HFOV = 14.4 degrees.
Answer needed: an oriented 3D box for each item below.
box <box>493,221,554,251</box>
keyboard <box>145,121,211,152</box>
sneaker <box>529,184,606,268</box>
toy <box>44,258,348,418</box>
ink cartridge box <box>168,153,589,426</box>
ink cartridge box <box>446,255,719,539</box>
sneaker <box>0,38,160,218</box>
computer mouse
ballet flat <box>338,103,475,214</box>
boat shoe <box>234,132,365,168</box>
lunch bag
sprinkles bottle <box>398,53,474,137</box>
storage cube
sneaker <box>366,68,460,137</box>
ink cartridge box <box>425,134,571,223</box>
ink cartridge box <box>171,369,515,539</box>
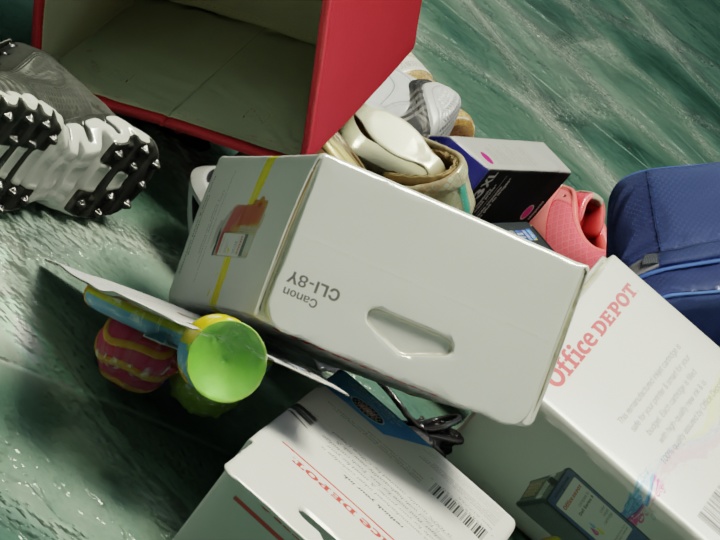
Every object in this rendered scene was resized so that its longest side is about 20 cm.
[{"bbox_3d":[0.106,0.044,1.751,0.160,0.044,0.200,50,18,15],"label":"box"},{"bbox_3d":[-0.148,-0.156,1.731,0.104,0.040,0.200,27,21,-41],"label":"keyboard"},{"bbox_3d":[0.127,-0.028,1.925,0.074,0.087,0.200,26,22,-42],"label":"sneaker"},{"bbox_3d":[-0.085,0.039,1.313,0.115,0.048,0.200,24,-5,-15],"label":"toy"},{"bbox_3d":[0.005,0.007,1.363,0.144,0.084,0.200,22,-4,-15],"label":"ink cartridge box"},{"bbox_3d":[0.164,0.108,1.578,0.200,0.088,0.145,42,41,2],"label":"ink cartridge box"},{"bbox_3d":[-0.180,-0.076,1.421,0.090,0.067,0.200,43,13,20],"label":"sneaker"},{"bbox_3d":[-0.032,0.029,1.517,0.200,0.044,0.109,51,24,15],"label":"computer mouse"},{"bbox_3d":[-0.015,-0.086,1.678,0.199,0.063,0.068,27,57,20],"label":"ballet flat"},{"bbox_3d":[0.000,-0.001,1.631,0.200,0.072,0.068,47,47,3],"label":"boat shoe"},{"bbox_3d":[0.231,0.023,1.693,0.133,0.198,0.136,-97,178,-48],"label":"lunch bag"},{"bbox_3d":[-0.004,-0.145,1.968,0.200,0.068,0.068,50,19,27],"label":"sprinkles bottle"},{"bbox_3d":[-0.065,-0.189,1.590,0.170,0.201,0.180,17,31,15],"label":"storage cube"},{"bbox_3d":[-0.018,-0.090,1.797,0.114,0.075,0.200,29,27,10],"label":"sneaker"},{"bbox_3d":[0.060,-0.039,1.792,0.037,0.095,0.200,46,18,18],"label":"ink cartridge box"},{"bbox_3d":[-0.010,0.123,1.273,0.116,0.068,0.200,41,16,5],"label":"ink cartridge box"}]
